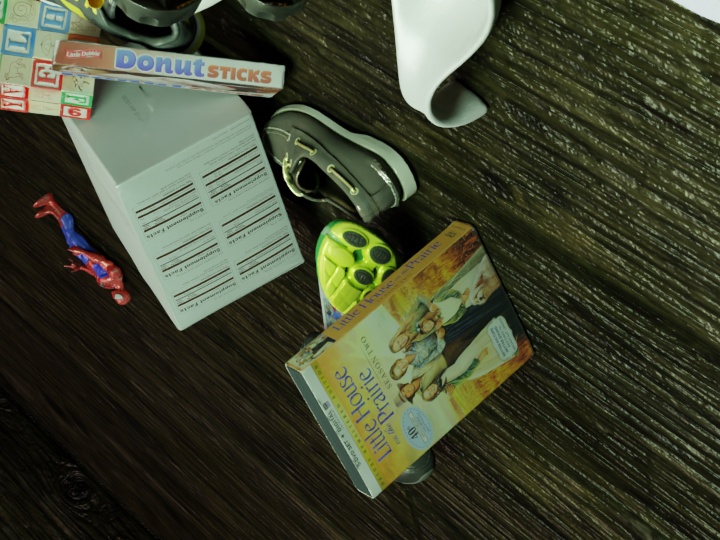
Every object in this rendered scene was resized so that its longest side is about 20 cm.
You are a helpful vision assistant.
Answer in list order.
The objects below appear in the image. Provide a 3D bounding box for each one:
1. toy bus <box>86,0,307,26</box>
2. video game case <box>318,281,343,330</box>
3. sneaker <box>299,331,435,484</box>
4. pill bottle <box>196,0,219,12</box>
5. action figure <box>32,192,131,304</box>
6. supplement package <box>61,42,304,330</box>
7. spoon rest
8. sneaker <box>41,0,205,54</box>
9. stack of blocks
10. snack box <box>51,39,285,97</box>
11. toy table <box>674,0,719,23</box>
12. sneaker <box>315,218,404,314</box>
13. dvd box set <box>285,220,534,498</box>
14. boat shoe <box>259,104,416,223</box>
[{"bbox_3d":[-0.108,-0.286,1.129,0.136,0.199,0.192,118,142,-56],"label":"toy bus"},{"bbox_3d":[0.013,0.089,1.690,0.143,0.018,0.200,41,158,25],"label":"video game case"},{"bbox_3d":[0.002,0.144,1.676,0.200,0.075,0.079,44,156,17],"label":"sneaker"},{"bbox_3d":[-0.168,-0.309,1.249,0.114,0.114,0.200,20,144,54],"label":"pill bottle"},{"bbox_3d":[-0.408,-0.025,2.340,0.200,0.052,0.065,44,155,10],"label":"action figure"},{"bbox_3d":[-0.178,-0.093,1.543,0.191,0.147,0.200,51,165,43],"label":"supplement package"},{"bbox_3d":[0.057,-0.167,1.100,0.099,0.061,0.200,40,158,26],"label":"spoon rest"},{"bbox_3d":[-0.228,-0.252,1.390,0.200,0.075,0.085,25,-175,-3],"label":"sneaker"},{"bbox_3d":[-0.295,-0.248,1.463,0.115,0.201,0.059,7,161,-10],"label":"stack of blocks"},{"bbox_3d":[-0.170,-0.177,1.398,0.072,0.199,0.024,-178,92,-78],"label":"snack box"},{"bbox_3d":[0.192,-0.188,0.700,0.200,0.117,0.184,37,156,35],"label":"toy table"},{"bbox_3d":[0.000,0.000,1.430,0.084,0.074,0.200,50,-178,28],"label":"sneaker"},{"bbox_3d":[0.046,0.074,1.336,0.029,0.200,0.147,19,143,54],"label":"dvd box set"},{"bbox_3d":[-0.035,-0.095,1.413,0.202,0.060,0.072,27,150,48],"label":"boat shoe"}]
